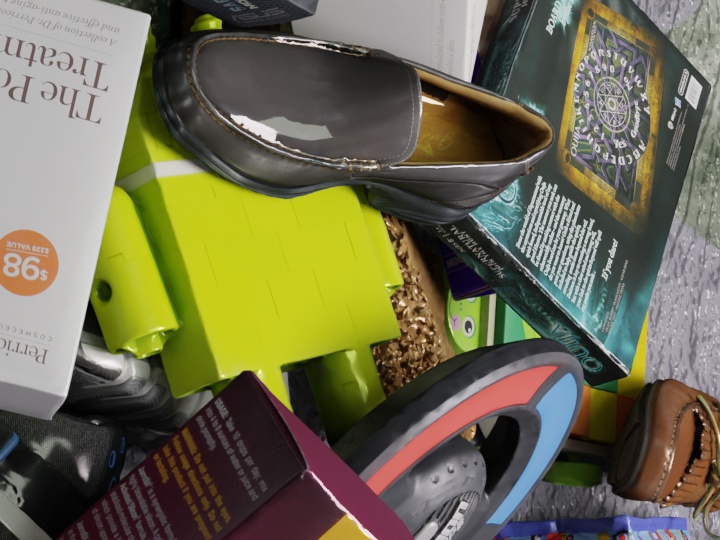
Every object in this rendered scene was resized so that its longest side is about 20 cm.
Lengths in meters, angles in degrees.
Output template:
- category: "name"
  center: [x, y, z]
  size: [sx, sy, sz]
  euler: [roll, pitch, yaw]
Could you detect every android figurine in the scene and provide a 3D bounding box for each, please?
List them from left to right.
- category: "android figurine"
  center: [-0.051, -0.017, 0.992]
  size: [0.181, 0.041, 0.201]
  euler: [-13, 81, -50]

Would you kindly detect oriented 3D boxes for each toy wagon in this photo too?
- category: "toy wagon"
  center: [0.093, 0.034, 1.274]
  size: [0.199, 0.039, 0.157]
  euler: [16, 74, -50]

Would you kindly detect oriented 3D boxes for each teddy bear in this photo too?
- category: "teddy bear"
  center: [0.000, 0.000, 1.132]
  size: [0.145, 0.066, 0.201]
  euler: [-77, 151, -64]

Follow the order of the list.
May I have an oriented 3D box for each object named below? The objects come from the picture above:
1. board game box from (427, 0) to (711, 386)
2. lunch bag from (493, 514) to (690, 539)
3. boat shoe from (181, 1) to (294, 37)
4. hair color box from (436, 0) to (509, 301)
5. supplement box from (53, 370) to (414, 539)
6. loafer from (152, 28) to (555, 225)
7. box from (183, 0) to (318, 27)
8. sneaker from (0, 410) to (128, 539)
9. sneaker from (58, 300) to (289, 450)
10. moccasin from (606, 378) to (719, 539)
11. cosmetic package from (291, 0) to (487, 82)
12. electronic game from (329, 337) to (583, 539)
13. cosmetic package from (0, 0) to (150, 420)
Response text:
- category: "board game box"
  center: [0.109, -0.061, 1.164]
  size: [0.135, 0.028, 0.201]
  euler: [43, 49, -27]
- category: "lunch bag"
  center: [0.153, 0.216, 1.309]
  size: [0.200, 0.093, 0.152]
  euler: [11, 75, -60]
- category: "boat shoe"
  center: [-0.044, -0.180, 1.107]
  size: [0.076, 0.071, 0.202]
  euler: [9, 89, -63]
- category: "hair color box"
  center: [0.076, -0.092, 1.211]
  size: [0.109, 0.065, 0.202]
  euler: [-7, 79, -49]
- category: "supplement box"
  center: [-0.073, 0.153, 0.890]
  size: [0.200, 0.086, 0.110]
  euler: [-42, 120, 2]
- category: "loafer"
  center: [-0.001, -0.070, 0.985]
  size: [0.199, 0.072, 0.073]
  euler: [8, 68, -45]
- category: "box"
  center: [-0.068, -0.217, 0.910]
  size: [0.157, 0.051, 0.202]
  euler: [22, 71, -49]
- category: "sneaker"
  center: [-0.111, 0.127, 0.981]
  size: [0.200, 0.073, 0.113]
  euler: [45, 56, -38]
- category: "sneaker"
  center: [-0.095, 0.014, 1.024]
  size: [0.200, 0.074, 0.117]
  euler: [31, 57, -56]
- category: "moccasin"
  center: [0.191, 0.108, 1.317]
  size: [0.074, 0.077, 0.201]
  euler: [-67, 161, 1]
- category: "cosmetic package"
  center: [0.026, -0.183, 1.092]
  size: [0.108, 0.084, 0.201]
  euler: [90, 10, -54]
- category: "electronic game"
  center: [0.024, 0.107, 1.028]
  size: [0.199, 0.042, 0.201]
  euler: [-36, 156, -19]
- category: "cosmetic package"
  center: [-0.189, -0.044, 0.834]
  size: [0.198, 0.052, 0.152]
  euler: [14, 75, -12]
